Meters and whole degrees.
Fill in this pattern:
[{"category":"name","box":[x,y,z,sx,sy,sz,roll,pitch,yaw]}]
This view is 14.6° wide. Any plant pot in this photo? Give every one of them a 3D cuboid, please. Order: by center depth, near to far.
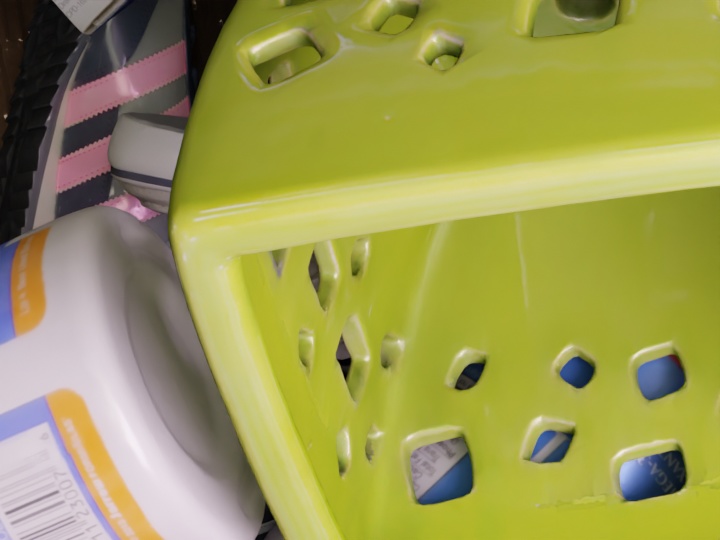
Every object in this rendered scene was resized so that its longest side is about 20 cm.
[{"category":"plant pot","box":[0.069,-0.028,0.776,0.198,0.201,0.182,-6,50,12]}]

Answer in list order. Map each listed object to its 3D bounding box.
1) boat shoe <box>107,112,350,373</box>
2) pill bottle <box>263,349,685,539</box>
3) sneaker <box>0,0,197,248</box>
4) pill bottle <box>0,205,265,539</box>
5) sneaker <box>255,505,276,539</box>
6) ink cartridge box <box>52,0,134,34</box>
[{"category":"boat shoe","box":[0.000,0.000,0.935,0.199,0.071,0.070,15,95,-35]},{"category":"pill bottle","box":[0.038,0.095,0.890,0.200,0.112,0.112,-44,94,-11]},{"category":"sneaker","box":[-0.076,-0.044,0.957,0.082,0.070,0.201,14,91,-23]},{"category":"pill bottle","box":[-0.138,0.069,0.832,0.199,0.112,0.113,-24,92,15]},{"category":"sneaker","box":[-0.096,0.078,0.908,0.199,0.109,0.070,-15,51,-17]},{"category":"ink cartridge box","box":[-0.096,-0.194,0.900,0.200,0.196,0.043,49,128,-3]}]
